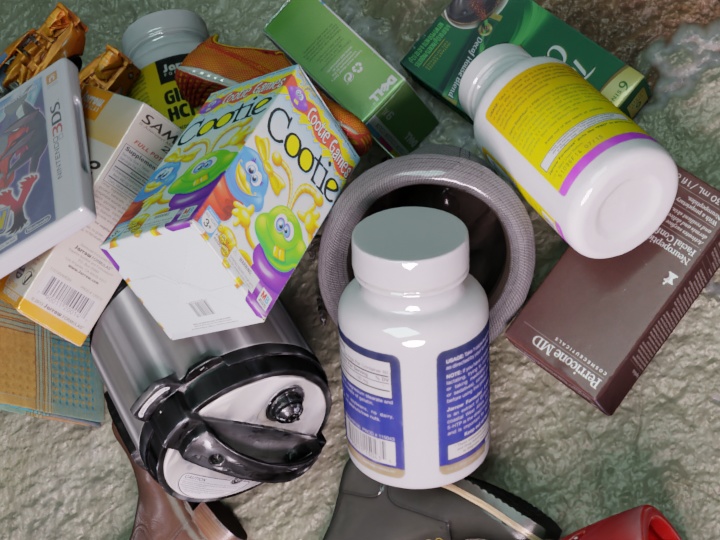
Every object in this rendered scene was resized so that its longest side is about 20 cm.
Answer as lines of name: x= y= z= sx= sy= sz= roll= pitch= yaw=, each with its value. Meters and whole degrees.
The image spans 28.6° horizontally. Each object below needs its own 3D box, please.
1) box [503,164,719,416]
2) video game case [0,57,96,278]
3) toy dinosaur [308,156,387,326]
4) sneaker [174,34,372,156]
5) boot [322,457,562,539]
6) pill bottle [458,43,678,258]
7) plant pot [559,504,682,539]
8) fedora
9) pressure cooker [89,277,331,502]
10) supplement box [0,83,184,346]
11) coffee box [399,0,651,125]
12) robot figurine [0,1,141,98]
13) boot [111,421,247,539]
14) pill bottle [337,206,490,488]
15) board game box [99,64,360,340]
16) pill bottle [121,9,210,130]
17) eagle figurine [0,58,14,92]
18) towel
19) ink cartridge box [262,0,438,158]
box: x=0.220 y=0.008 z=1.168 sx=0.100 sy=0.075 sz=0.200 roll=35 pitch=90 yaw=26
video game case: x=-0.313 y=-0.067 z=1.190 sx=0.199 sy=0.023 sz=0.183 roll=-30 pitch=49 yaw=17
toy dinosaur: x=0.000 y=0.000 z=1.265 sx=0.088 sy=0.048 sz=0.201 roll=-11 pitch=71 yaw=-1
sneaker: x=-0.070 y=-0.158 z=1.232 sx=0.199 sy=0.073 sz=0.077 roll=28 pitch=63 yaw=21
boot: x=0.057 y=0.230 z=1.166 sx=0.199 sy=0.077 sz=0.139 roll=21 pitch=86 yaw=37
pill bottle: x=0.160 y=-0.105 z=1.144 sx=0.104 sy=0.104 sz=0.200 roll=-41 pitch=48 yaw=4
plant pot: x=0.170 y=0.294 z=1.036 sx=0.182 sy=0.200 sz=0.201 roll=-25 pitch=67 yaw=21
fedora: x=0.059 y=-0.027 z=1.182 sx=0.176 sy=0.201 sz=0.091 roll=14 pitch=36 yaw=1
pressure cooker: x=-0.123 y=0.097 z=1.195 sx=0.175 sy=0.179 sz=0.200 roll=-21 pitch=54 yaw=-20
supplement box: x=-0.237 y=-0.051 z=1.206 sx=0.126 sy=0.073 sz=0.201 roll=22 pitch=79 yaw=53
coffee box: x=0.147 y=-0.173 z=1.265 sx=0.200 sy=0.044 sz=0.123 roll=42 pitch=91 yaw=26
robot figurine: x=-0.303 y=-0.140 z=1.289 sx=0.145 sy=0.058 sz=0.200 roll=38 pitch=86 yaw=18
boot: x=-0.222 y=0.252 z=1.266 sx=0.200 sy=0.064 sz=0.186 roll=-48 pitch=62 yaw=6
pill bottle: x=0.043 y=0.059 z=1.112 sx=0.119 sy=0.201 sz=0.120 roll=-2 pitch=30 yaw=1
board game box: x=-0.099 y=-0.056 z=1.124 sx=0.104 sy=0.103 sz=0.200 roll=-13 pitch=34 yaw=36
pill bottle: x=-0.163 y=-0.140 z=1.330 sx=0.112 sy=0.112 sz=0.201 roll=-23 pitch=68 yaw=12
eagle figurine: x=-0.329 y=-0.106 z=1.392 sx=0.151 sy=0.152 sz=0.200 roll=-7 pitch=29 yaw=-23
towel: x=-0.310 y=0.058 z=1.280 sx=0.022 sy=0.200 sz=0.148 roll=-15 pitch=69 yaw=32
ink cartridge box: x=0.008 y=-0.161 z=1.279 sx=0.059 sy=0.104 sz=0.200 roll=-45 pitch=64 yaw=3
